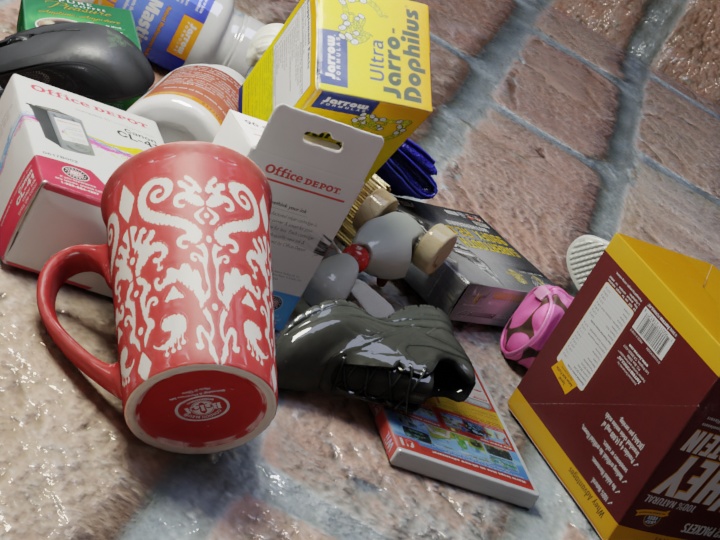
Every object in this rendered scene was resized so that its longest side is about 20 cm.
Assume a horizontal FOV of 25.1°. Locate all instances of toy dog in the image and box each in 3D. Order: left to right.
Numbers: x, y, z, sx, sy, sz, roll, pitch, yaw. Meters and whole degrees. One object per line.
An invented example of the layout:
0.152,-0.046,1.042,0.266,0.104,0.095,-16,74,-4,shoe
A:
0.000,0.000,1.533,0.199,0.097,0.132,-11,47,-39,toy dog

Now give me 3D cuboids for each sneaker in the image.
0.014,0.076,1.336,0.199,0.076,0.091,-4,40,-33,sneaker
0.326,0.029,1.897,0.200,0.073,0.114,42,18,2,sneaker

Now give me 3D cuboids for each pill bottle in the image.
-0.211,-0.284,1.820,0.199,0.112,0.112,26,22,-11,pill bottle
-0.161,-0.136,1.554,0.112,0.112,0.200,29,21,-2,pill bottle

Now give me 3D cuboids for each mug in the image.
-0.137,0.034,1.191,0.133,0.177,0.201,34,34,-40,mug

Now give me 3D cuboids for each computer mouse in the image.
-0.290,-0.199,1.496,0.199,0.053,0.139,4,33,-2,computer mouse

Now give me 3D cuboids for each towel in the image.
-0.006,-0.138,1.711,0.148,0.050,0.200,40,-10,-23,towel

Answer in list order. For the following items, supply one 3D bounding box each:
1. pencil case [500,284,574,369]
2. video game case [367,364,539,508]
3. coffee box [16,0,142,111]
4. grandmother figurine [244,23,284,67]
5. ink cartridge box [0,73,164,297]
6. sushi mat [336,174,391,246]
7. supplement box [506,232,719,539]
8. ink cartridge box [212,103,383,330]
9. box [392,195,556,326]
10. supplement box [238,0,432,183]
0.245,0.085,1.622,0.199,0.094,0.091,24,22,-14,pencil case
0.066,0.122,1.408,0.142,0.017,0.200,21,23,-24,video game case
-0.285,-0.221,1.643,0.122,0.044,0.200,6,29,-19,coffee box
-0.068,-0.147,1.609,0.060,0.201,0.121,-16,4,-30,grandmother figurine
-0.231,-0.068,1.352,0.147,0.086,0.200,18,26,-29,ink cartridge box
-0.050,-0.105,1.659,0.012,0.096,0.200,-25,56,-41,sushi mat
0.269,0.113,1.440,0.132,0.201,0.197,15,26,-34,supplement box
-0.079,-0.057,1.364,0.116,0.201,0.068,15,26,-34,ink cartridge box
0.108,-0.007,1.690,0.200,0.048,0.158,9,29,-51,box
-0.027,-0.152,1.436,0.109,0.200,0.109,8,65,-22,supplement box
